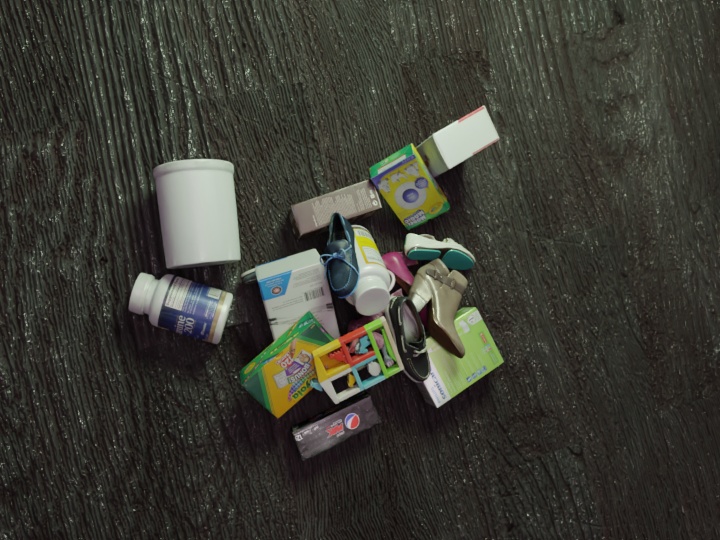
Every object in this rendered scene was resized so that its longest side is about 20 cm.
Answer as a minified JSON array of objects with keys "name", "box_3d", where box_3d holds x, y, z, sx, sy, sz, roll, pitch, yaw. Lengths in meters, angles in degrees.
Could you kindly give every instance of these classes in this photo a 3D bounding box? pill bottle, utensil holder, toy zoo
[{"name":"pill bottle","box_3d":[0.000,0.000,1.242,0.106,0.202,0.111,-10,132,-11]},{"name":"utensil holder","box_3d":[-0.341,-0.114,1.197,0.165,0.170,0.206,-6,89,-12]},{"name":"pill bottle","box_3d":[-0.378,0.075,1.204,0.195,0.111,0.114,18,83,-10]},{"name":"toy zoo","box_3d":[-0.016,0.195,1.192,0.196,0.021,0.134,-25,115,-6]}]

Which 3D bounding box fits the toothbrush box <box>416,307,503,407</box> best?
[{"name":"toothbrush box","box_3d":[0.212,0.200,1.338,0.197,0.086,0.148,-31,92,-13]}]

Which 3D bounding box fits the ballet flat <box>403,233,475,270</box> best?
[{"name":"ballet flat","box_3d":[0.189,-0.052,1.358,0.195,0.069,0.072,10,84,-26]}]

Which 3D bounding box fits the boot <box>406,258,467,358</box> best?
[{"name":"boot","box_3d":[0.196,0.076,1.284,0.200,0.070,0.146,46,65,-3]}]

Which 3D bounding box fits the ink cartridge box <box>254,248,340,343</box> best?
[{"name":"ink cartridge box","box_3d":[-0.134,0.077,1.235,0.142,0.084,0.205,-16,115,-12]}]

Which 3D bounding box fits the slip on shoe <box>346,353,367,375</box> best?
[{"name":"slip on shoe","box_3d":[-0.058,0.209,1.289,0.194,0.074,0.063,-12,87,-8]}]

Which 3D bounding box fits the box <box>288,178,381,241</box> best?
[{"name":"box","box_3d":[-0.061,-0.136,1.294,0.196,0.100,0.077,-21,90,-13]}]

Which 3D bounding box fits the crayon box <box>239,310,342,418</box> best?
[{"name":"crayon box","box_3d":[-0.141,0.199,1.200,0.199,0.058,0.119,-41,118,0]}]

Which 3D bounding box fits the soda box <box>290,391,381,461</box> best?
[{"name":"soda box","box_3d":[-0.056,0.348,1.282,0.196,0.063,0.072,-23,92,-12]}]

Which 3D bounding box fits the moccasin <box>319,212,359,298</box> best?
[{"name":"moccasin","box_3d":[-0.049,-0.034,1.171,0.079,0.203,0.069,-22,135,13]}]

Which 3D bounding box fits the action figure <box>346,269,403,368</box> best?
[{"name":"action figure","box_3d":[0.034,0.115,1.263,0.199,0.132,0.152,-39,133,-37]}]

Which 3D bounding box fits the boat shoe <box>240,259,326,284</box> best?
[{"name":"boat shoe","box_3d":[-0.167,0.017,1.275,0.195,0.073,0.064,-7,84,-18]}]

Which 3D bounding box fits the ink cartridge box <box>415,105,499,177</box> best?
[{"name":"ink cartridge box","box_3d":[0.204,-0.282,1.310,0.143,0.200,0.085,-32,96,-12]}]

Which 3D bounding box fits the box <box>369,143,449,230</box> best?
[{"name":"box","box_3d":[0.118,-0.176,1.297,0.115,0.049,0.200,-26,131,21]}]

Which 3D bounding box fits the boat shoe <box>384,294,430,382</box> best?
[{"name":"boat shoe","box_3d":[0.113,0.150,1.235,0.073,0.060,0.205,-22,99,-34]}]

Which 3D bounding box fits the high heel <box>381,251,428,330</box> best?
[{"name":"high heel","box_3d":[0.107,0.053,1.334,0.094,0.068,0.205,-14,75,-22]}]
